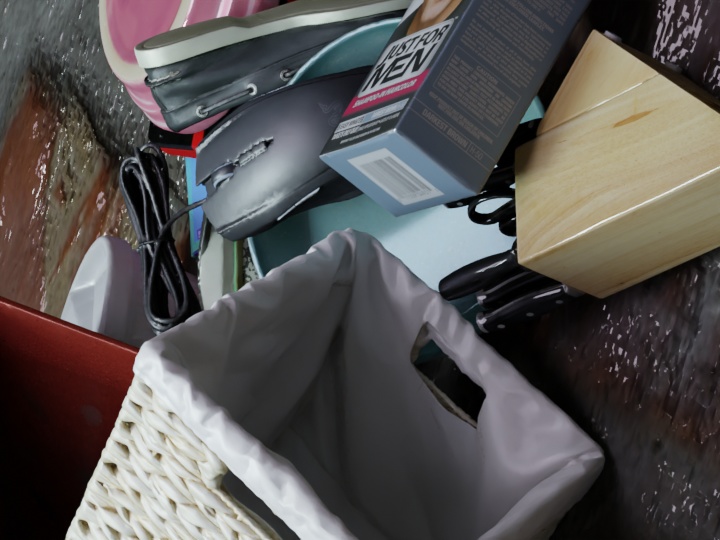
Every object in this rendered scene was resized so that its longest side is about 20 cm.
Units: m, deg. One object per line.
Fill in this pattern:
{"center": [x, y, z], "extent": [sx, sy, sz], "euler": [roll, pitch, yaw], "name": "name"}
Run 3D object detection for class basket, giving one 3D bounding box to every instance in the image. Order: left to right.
{"center": [-0.016, 0.118, 1.389], "extent": [0.198, 0.200, 0.161], "euler": [42, 130, 15], "name": "basket"}

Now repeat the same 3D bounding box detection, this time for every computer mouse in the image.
{"center": [-0.056, -0.034, 1.492], "extent": [0.199, 0.046, 0.141], "euler": [-18, 72, 25], "name": "computer mouse"}

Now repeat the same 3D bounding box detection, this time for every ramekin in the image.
{"center": [-0.150, 0.085, 1.717], "extent": [0.202, 0.094, 0.204], "euler": [-166, 90, -76], "name": "ramekin"}

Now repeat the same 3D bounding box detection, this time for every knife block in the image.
{"center": [0.123, -0.023, 1.342], "extent": [0.176, 0.064, 0.200], "euler": [-62, 36, 11], "name": "knife block"}

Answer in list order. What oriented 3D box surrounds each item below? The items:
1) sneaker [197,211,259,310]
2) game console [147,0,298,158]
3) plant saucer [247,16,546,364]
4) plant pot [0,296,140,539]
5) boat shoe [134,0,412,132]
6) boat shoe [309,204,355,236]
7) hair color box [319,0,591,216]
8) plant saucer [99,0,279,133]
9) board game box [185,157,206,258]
{"center": [-0.046, 0.049, 1.613], "extent": [0.077, 0.088, 0.201], "euler": [-79, -18, -67], "name": "sneaker"}
{"center": [-0.075, -0.169, 1.675], "extent": [0.177, 0.031, 0.201], "euler": [11, 92, 61], "name": "game console"}
{"center": [0.028, -0.043, 1.495], "extent": [0.199, 0.036, 0.201], "euler": [-5, 80, 28], "name": "plant saucer"}
{"center": [-0.201, 0.161, 1.542], "extent": [0.199, 0.200, 0.177], "euler": [20, 133, 18], "name": "plant pot"}
{"center": [-0.031, -0.126, 1.561], "extent": [0.075, 0.198, 0.067], "euler": [-119, 15, -74], "name": "boat shoe"}
{"center": [0.000, 0.000, 1.563], "extent": [0.059, 0.072, 0.201], "euler": [2, 78, 38], "name": "boat shoe"}
{"center": [0.066, -0.131, 1.395], "extent": [0.201, 0.061, 0.099], "euler": [-59, 18, -18], "name": "hair color box"}
{"center": [-0.113, -0.190, 1.666], "extent": [0.200, 0.051, 0.202], "euler": [-23, 64, 56], "name": "plant saucer"}
{"center": [-0.063, -0.124, 1.709], "extent": [0.152, 0.045, 0.201], "euler": [-31, 57, 51], "name": "board game box"}
